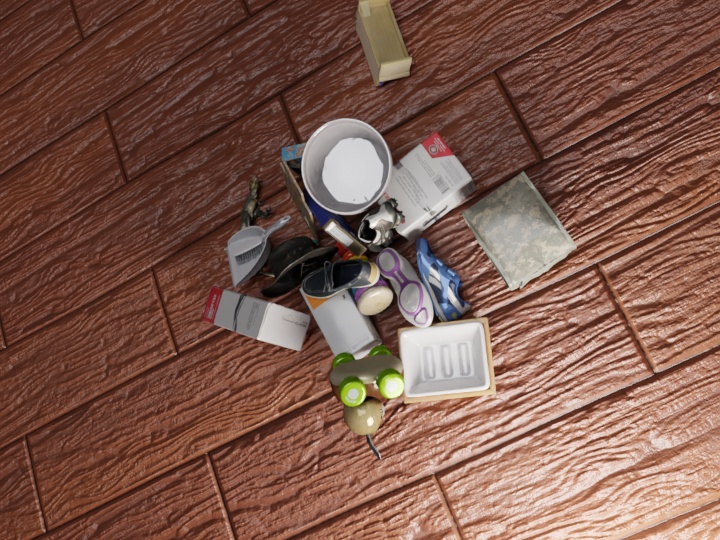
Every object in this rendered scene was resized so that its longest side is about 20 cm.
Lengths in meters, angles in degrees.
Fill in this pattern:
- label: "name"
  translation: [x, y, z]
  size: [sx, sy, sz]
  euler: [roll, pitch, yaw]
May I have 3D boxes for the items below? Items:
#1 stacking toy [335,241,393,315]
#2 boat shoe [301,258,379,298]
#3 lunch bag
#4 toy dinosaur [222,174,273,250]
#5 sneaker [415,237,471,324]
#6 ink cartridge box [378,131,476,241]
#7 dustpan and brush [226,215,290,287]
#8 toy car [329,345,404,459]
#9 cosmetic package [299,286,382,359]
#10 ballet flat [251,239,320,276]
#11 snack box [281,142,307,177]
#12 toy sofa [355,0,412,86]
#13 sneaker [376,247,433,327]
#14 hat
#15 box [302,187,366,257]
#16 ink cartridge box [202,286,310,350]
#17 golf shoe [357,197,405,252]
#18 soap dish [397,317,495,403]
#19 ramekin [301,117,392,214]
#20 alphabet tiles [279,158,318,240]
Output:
- label: "stacking toy"
  translation: [0.000, 0.000, 1.577]
  size: [0.085, 0.085, 0.202]
  euler: [-33, 54, 9]
- label: "boat shoe"
  translation: [-0.054, 0.014, 1.516]
  size: [0.197, 0.062, 0.076]
  euler: [-11, 67, 33]
- label: "lunch bag"
  translation: [0.335, -0.075, 1.462]
  size: [0.163, 0.118, 0.202]
  euler: [-33, 65, 8]
- label: "toy dinosaur"
  translation: [-0.272, -0.131, 1.723]
  size: [0.087, 0.047, 0.203]
  euler: [18, 85, 36]
- label: "sneaker"
  translation: [0.177, 0.016, 1.524]
  size: [0.081, 0.074, 0.203]
  euler: [-23, 79, 10]
- label: "ink cartridge box"
  translation: [0.139, -0.187, 1.571]
  size: [0.199, 0.084, 0.145]
  euler: [-37, 70, 8]
- label: "dustpan and brush"
  translation: [-0.238, -0.066, 1.629]
  size: [0.198, 0.057, 0.141]
  euler: [-27, 52, 10]
- label: "toy car"
  translation: [0.023, 0.286, 1.459]
  size: [0.155, 0.164, 0.204]
  euler: [-10, 105, -5]
- label: "cosmetic package"
  translation: [-0.045, 0.103, 1.579]
  size: [0.101, 0.071, 0.202]
  euler: [-34, 70, 9]
- label: "ballet flat"
  translation: [-0.180, -0.022, 1.662]
  size: [0.197, 0.068, 0.074]
  euler: [-10, 95, 17]
- label: "snack box"
  translation: [-0.075, -0.273, 1.646]
  size: [0.197, 0.116, 0.038]
  euler: [-9, 75, 17]
- label: "toy sofa"
  translation: [0.054, -0.557, 1.692]
  size: [0.081, 0.098, 0.203]
  euler: [-14, 72, -10]
- label: "sneaker"
  translation: [0.113, 0.037, 1.516]
  size: [0.075, 0.099, 0.202]
  euler: [-38, 60, 19]
- label: "hat"
  translation: [-0.149, -0.025, 1.555]
  size: [0.199, 0.200, 0.082]
  euler: [-35, 79, 9]
- label: "box"
  translation: [-0.069, -0.120, 1.569]
  size: [0.032, 0.121, 0.200]
  euler: [-46, 41, 8]
- label: "ink cartridge box"
  translation: [-0.234, 0.108, 1.568]
  size: [0.198, 0.144, 0.085]
  euler: [11, 82, 39]
- label: "golf shoe"
  translation: [0.026, -0.089, 1.527]
  size: [0.094, 0.201, 0.078]
  euler: [-27, 73, -21]
- label: "soap dish"
  translation: [0.183, 0.192, 1.475]
  size: [0.197, 0.081, 0.160]
  euler: [-9, 76, 17]
- label: "ramekin"
  translation: [-0.023, -0.222, 1.515]
  size: [0.196, 0.105, 0.204]
  euler: [0, 92, 10]
- label: "alphabet tiles"
  translation: [-0.144, -0.169, 1.607]
  size: [0.007, 0.201, 0.169]
  euler: [-26, 70, -8]
